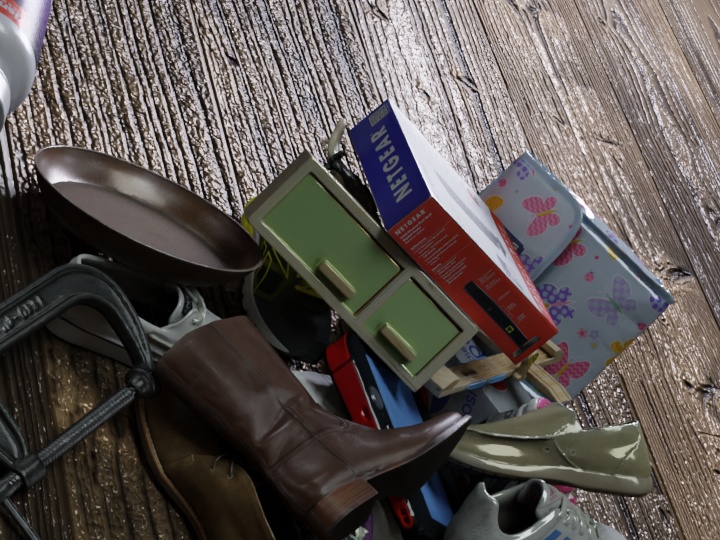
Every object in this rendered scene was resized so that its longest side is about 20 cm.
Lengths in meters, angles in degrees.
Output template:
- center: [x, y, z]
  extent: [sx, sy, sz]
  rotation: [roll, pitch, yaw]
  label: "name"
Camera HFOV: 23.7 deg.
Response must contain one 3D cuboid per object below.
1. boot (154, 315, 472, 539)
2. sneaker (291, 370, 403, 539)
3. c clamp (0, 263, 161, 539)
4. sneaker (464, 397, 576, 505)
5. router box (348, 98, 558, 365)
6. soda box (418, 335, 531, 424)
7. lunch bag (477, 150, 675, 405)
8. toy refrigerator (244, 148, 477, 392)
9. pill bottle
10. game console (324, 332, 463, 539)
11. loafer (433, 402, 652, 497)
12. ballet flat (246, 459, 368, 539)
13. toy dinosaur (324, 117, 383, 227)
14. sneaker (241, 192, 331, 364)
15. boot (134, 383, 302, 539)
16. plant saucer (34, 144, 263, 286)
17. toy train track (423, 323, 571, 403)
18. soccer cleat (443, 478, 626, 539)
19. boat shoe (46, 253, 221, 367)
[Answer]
- center: [-0.036, 0.093, 1.286]
  extent: [0.200, 0.064, 0.186]
  rotation: [42, 40, 21]
  label: "boot"
- center: [-0.006, 0.160, 1.372]
  extent: [0.099, 0.075, 0.201]
  rotation: [-1, 56, -52]
  label: "sneaker"
- center: [-0.211, 0.093, 1.215]
  extent: [0.171, 0.027, 0.200]
  rotation: [51, 46, -8]
  label: "c clamp"
- center: [0.136, 0.212, 1.482]
  extent: [0.074, 0.087, 0.201]
  rotation: [0, 83, -53]
  label: "sneaker"
- center: [0.077, -0.036, 1.480]
  extent: [0.180, 0.049, 0.200]
  rotation: [45, 13, -29]
  label: "router box"
- center: [0.079, 0.085, 1.566]
  extent: [0.200, 0.063, 0.068]
  rotation: [52, 30, 6]
  label: "soda box"
- center: [0.170, 0.011, 1.641]
  extent: [0.200, 0.170, 0.127]
  rotation: [46, 8, -3]
  label: "lunch bag"
- center: [0.000, 0.000, 1.406]
  extent: [0.200, 0.076, 0.070]
  rotation: [47, 2, -11]
  label: "toy refrigerator"
- center: [-0.307, -0.187, 1.353]
  extent: [0.111, 0.111, 0.201]
  rotation: [30, 36, -26]
  label: "pill bottle"
- center: [0.040, 0.149, 1.411]
  extent: [0.177, 0.031, 0.200]
  rotation: [64, 10, 25]
  label: "game console"
- center: [0.145, 0.141, 1.407]
  extent: [0.199, 0.076, 0.069]
  rotation: [10, 81, -11]
  label: "loafer"
- center: [-0.048, 0.151, 1.311]
  extent: [0.074, 0.074, 0.200]
  rotation: [-4, 57, -52]
  label: "ballet flat"
- center: [-0.006, -0.056, 1.487]
  extent: [0.088, 0.047, 0.201]
  rotation: [29, 37, -63]
  label: "toy dinosaur"
- center: [-0.056, -0.011, 1.488]
  extent: [0.074, 0.085, 0.201]
  rotation: [19, 40, -35]
  label: "sneaker"
- center: [-0.100, 0.153, 1.271]
  extent: [0.073, 0.075, 0.200]
  rotation: [-4, 57, -49]
  label: "boot"
- center: [-0.173, -0.039, 1.373]
  extent: [0.199, 0.032, 0.200]
  rotation: [25, 15, -7]
  label: "plant saucer"
- center: [0.123, 0.076, 1.505]
  extent: [0.115, 0.033, 0.200]
  rotation: [40, 29, 26]
  label: "toy train track"
- center: [0.156, 0.209, 1.373]
  extent: [0.199, 0.087, 0.070]
  rotation: [7, 24, -38]
  label: "soccer cleat"
- center: [-0.154, 0.037, 1.339]
  extent: [0.199, 0.066, 0.072]
  rotation: [26, 38, -31]
  label: "boat shoe"
